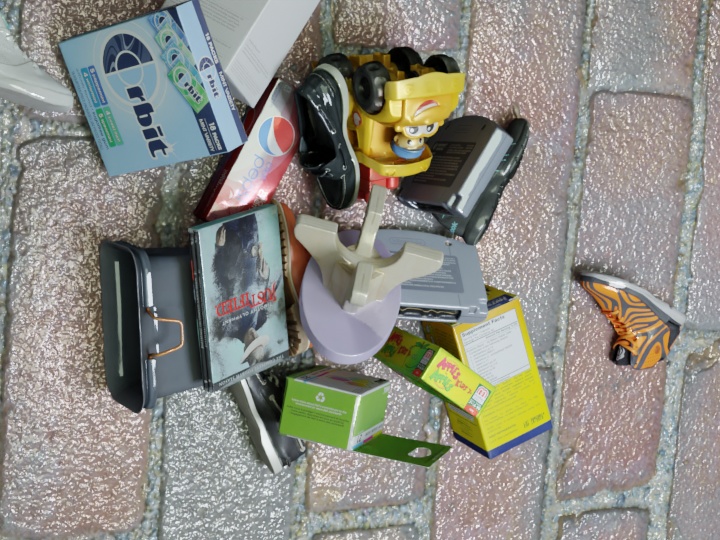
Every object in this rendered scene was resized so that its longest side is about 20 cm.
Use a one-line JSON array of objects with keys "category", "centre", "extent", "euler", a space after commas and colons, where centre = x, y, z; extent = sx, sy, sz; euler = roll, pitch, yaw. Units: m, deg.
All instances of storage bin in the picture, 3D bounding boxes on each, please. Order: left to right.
[{"category": "storage bin", "centre": [-0.230, 0.060, 1.551], "extent": [0.133, 0.145, 0.203], "euler": [-8, 102, -31]}]

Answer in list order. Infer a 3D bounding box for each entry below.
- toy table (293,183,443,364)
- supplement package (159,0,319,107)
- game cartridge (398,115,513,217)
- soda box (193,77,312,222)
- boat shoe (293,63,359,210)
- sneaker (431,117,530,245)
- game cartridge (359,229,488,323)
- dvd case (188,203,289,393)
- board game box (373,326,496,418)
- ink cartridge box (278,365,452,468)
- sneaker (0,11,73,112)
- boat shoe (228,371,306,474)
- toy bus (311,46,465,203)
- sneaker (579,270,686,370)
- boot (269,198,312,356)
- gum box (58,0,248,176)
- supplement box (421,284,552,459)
[{"category": "toy table", "centre": [0.000, 0.000, 1.548], "extent": [0.181, 0.202, 0.118], "euler": [6, 139, -12]}, {"category": "supplement package", "centre": [-0.137, -0.323, 1.510], "extent": [0.121, 0.120, 0.201], "euler": [30, 85, 18]}, {"category": "game cartridge", "centre": [0.122, -0.136, 1.630], "extent": [0.041, 0.200, 0.134], "euler": [37, 84, -19]}, {"category": "soda box", "centre": [-0.131, -0.141, 1.596], "extent": [0.070, 0.063, 0.202], "euler": [28, 86, -24]}, {"category": "boat shoe", "centre": [-0.048, -0.151, 1.559], "extent": [0.066, 0.074, 0.201], "euler": [-36, 141, -34]}, {"category": "sneaker", "centre": [0.167, -0.134, 1.718], "extent": [0.079, 0.076, 0.201], "euler": [26, 68, 10]}, {"category": "game cartridge", "centre": [0.064, 0.005, 1.667], "extent": [0.197, 0.134, 0.041], "euler": [5, 141, -13]}, {"category": "dvd case", "centre": [-0.146, 0.031, 1.544], "extent": [0.145, 0.022, 0.203], "euler": [-21, 114, -50]}, {"category": "board game box", "centre": [0.084, 0.125, 1.654], "extent": [0.101, 0.200, 0.048], "euler": [36, 84, -24]}, {"category": "ink cartridge box", "centre": [0.014, 0.184, 1.615], "extent": [0.198, 0.148, 0.077], "euler": [10, 95, 16]}, {"category": "sneaker", "centre": [-0.416, -0.251, 1.456], "extent": [0.198, 0.075, 0.089], "euler": [23, 77, -23]}, {"category": "boat shoe", "centre": [-0.126, 0.168, 1.641], "extent": [0.060, 0.074, 0.202], "euler": [-28, 109, -18]}, {"category": "toy bus", "centre": [0.033, -0.177, 1.589], "extent": [0.134, 0.199, 0.194], "euler": [-9, 108, -31]}, {"category": "sneaker", "centre": [0.386, 0.080, 1.845], "extent": [0.199, 0.077, 0.113], "euler": [27, 86, -24]}, {"category": "boot", "centre": [-0.078, -0.001, 1.646], "extent": [0.107, 0.075, 0.202], "euler": [-19, 101, -39]}, {"category": "gum box", "centre": [-0.242, -0.208, 1.469], "extent": [0.044, 0.198, 0.172], "euler": [-38, 115, -50]}, {"category": "supplement box", "centre": [0.173, 0.137, 1.745], "extent": [0.108, 0.109, 0.202], "euler": [-22, 107, -19]}]
